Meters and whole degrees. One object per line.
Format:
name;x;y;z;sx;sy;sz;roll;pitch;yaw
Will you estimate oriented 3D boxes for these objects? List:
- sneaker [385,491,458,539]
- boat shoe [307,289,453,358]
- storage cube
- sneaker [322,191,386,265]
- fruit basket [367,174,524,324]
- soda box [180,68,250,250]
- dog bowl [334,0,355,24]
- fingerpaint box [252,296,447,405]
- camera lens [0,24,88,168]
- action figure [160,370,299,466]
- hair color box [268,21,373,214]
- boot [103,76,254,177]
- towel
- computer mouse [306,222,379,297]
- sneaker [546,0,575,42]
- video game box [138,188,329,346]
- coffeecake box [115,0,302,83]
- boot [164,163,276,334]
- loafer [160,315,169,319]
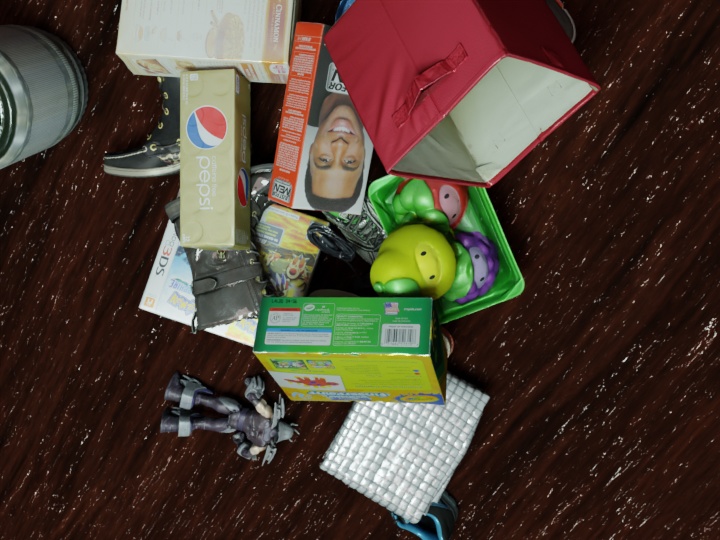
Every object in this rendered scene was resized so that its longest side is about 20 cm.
sneaker;0.057;0.312;1.235;0.199;0.082;0.073;37;114;-3
boat shoe;0.025;0.072;1.126;0.198;0.063;0.072;17;103;7
storage cube;0.099;-0.212;0.881;0.171;0.199;0.181;-42;61;35
sneaker;-0.007;-0.066;1.107;0.078;0.085;0.200;-39;100;20
fruit basket;0.093;-0.031;1.042;0.154;0.216;0.217;-22;105;16
soda box;-0.167;-0.125;1.007;0.067;0.064;0.202;0;88;9
dog bowl;0.044;-0.252;1.050;0.111;0.050;0.201;-18;106;15
fingerpaint box;-0.004;0.095;1.016;0.198;0.074;0.167;0;153;13
camera lens;-0.443;-0.214;1.064;0.158;0.200;0.162;3;110;9
action figure;-0.183;0.208;1.249;0.198;0.069;0.131;14;104;0
hair color box;-0.035;-0.170;0.990;0.101;0.061;0.202;2;104;-37
boot;-0.243;-0.201;1.105;0.198;0.073;0.152;-5;108;13
towel;0.060;0.216;1.178;0.165;0.086;0.201;29;90;-3
computer mouse;0.000;0.000;1.126;0.058;0.034;0.200;-7;138;38
sneaker;0.161;-0.311;0.991;0.199;0.082;0.077;37;111;-5
video game box;-0.160;-0.006;1.115;0.198;0.047;0.184;18;88;0
coffeecake box;-0.170;-0.308;1.015;0.198;0.073;0.155;4;83;4
boot;-0.136;-0.026;1.066;0.198;0.069;0.176;-21;86;6
loafer;-0.184;0.002;1.173;0.199;0.072;0.073;-24;85;-2
